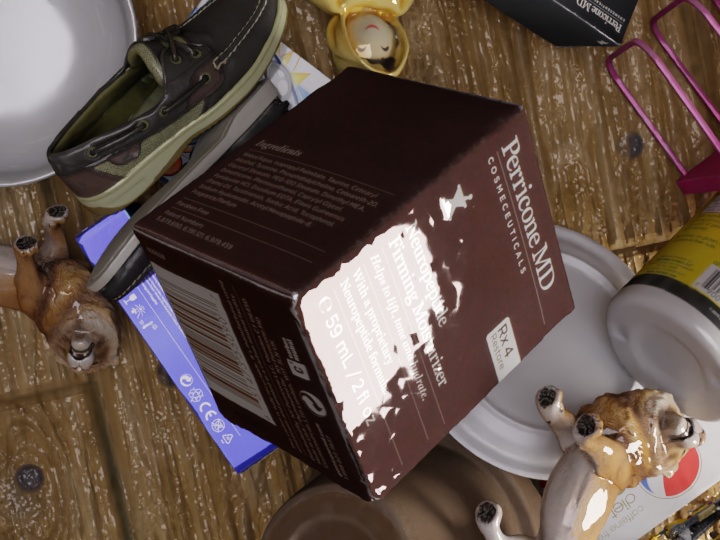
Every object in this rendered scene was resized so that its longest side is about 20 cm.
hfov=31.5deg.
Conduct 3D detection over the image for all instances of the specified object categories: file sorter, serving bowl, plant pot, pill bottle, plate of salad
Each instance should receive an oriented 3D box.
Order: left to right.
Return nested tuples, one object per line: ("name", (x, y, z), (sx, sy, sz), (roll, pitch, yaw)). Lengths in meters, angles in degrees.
("serving bowl", (-0.254, -0.161, 0.911), (0.199, 0.066, 0.201), (0, 96, -2))
("plant pot", (0.018, 0.202, 0.862), (0.199, 0.174, 0.201), (-3, 81, 21))
("plate of salad", (0.129, 0.058, 0.932), (0.199, 0.048, 0.201), (5, 64, -10))
("pill bottle", (0.275, 0.001, 0.893), (0.200, 0.114, 0.114), (-41, 95, -22))
("file sorter", (0.290, -0.164, 0.895), (0.200, 0.139, 0.126), (-36, 92, 1))

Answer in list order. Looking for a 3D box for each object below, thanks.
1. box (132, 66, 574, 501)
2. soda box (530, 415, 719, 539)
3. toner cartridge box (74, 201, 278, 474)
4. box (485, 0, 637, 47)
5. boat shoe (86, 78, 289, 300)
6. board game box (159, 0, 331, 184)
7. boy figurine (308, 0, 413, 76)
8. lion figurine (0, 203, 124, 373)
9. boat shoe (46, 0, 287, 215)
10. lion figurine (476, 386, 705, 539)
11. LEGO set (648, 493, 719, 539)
("box", (0.000, 0.000, 0.808), (0.200, 0.164, 0.166), (-40, 128, -26))
("soda box", (0.195, 0.158, 0.955), (0.200, 0.064, 0.068), (-36, 95, 2))
("toner cartridge box", (-0.125, 0.045, 0.919), (0.043, 0.095, 0.200), (-34, 96, 1))
("box", (0.111, -0.258, 0.864), (0.199, 0.079, 0.142), (26, 83, -30))
("boat shoe", (-0.104, -0.046, 0.858), (0.060, 0.074, 0.200), (47, 55, -17))
("board game box", (-0.069, -0.091, 0.938), (0.200, 0.034, 0.136), (36, 93, -4))
("boy figurine", (-0.001, -0.226, 0.906), (0.124, 0.064, 0.201), (3, 90, -28))
("lion figurine", (-0.266, 0.004, 0.924), (0.199, 0.073, 0.123), (17, 137, 11))
("boat shoe", (-0.130, -0.128, 0.861), (0.201, 0.066, 0.072), (-49, 50, -7))
("lion figurine", (0.141, 0.155, 0.831), (0.200, 0.072, 0.122), (-56, 136, -8))
("LEGO set", (0.229, 0.227, 0.926), (0.200, 0.116, 0.154), (-49, 131, 7))
